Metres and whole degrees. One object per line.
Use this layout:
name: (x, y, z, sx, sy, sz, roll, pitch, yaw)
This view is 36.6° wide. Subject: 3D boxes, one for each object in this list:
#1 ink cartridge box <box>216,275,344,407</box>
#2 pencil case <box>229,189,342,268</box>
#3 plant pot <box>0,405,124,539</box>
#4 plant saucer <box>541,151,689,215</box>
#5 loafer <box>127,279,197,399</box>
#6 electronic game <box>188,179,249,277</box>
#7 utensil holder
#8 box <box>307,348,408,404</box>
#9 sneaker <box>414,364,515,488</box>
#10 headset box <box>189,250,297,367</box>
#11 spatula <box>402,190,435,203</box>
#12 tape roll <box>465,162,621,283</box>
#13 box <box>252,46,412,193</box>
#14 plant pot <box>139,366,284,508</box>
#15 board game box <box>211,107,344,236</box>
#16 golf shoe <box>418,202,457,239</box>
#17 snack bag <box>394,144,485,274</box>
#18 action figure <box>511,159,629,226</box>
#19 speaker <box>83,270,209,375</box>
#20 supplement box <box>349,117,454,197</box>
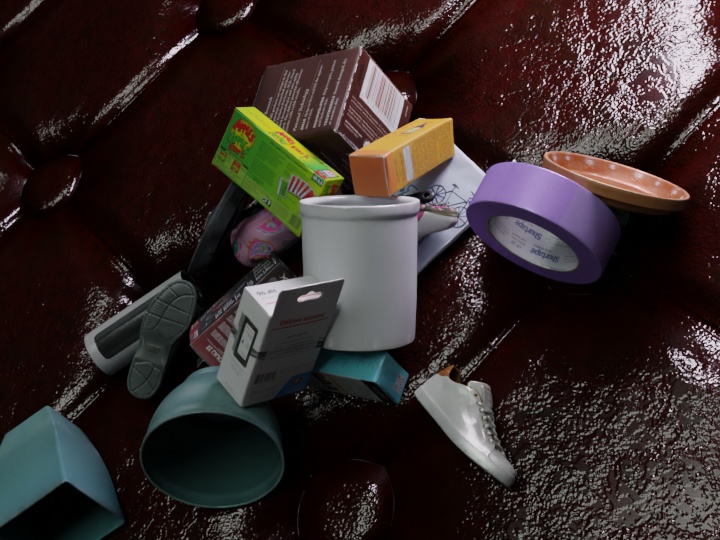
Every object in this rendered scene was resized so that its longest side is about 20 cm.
ink cartridge box: (-0.108, 0.078, 1.460, 0.068, 0.116, 0.200, 45, 129, 33)
pencil case: (-0.117, -0.081, 1.724, 0.200, 0.087, 0.088, -31, 49, 30)
plant pot: (-0.475, 0.318, 1.669, 0.141, 0.141, 0.200, -35, 43, 5)
plant saucer: (0.340, -0.115, 1.467, 0.200, 0.200, 0.032, 30, 112, 38)
loafer: (-0.313, 0.104, 1.723, 0.072, 0.063, 0.201, 25, 94, 2)
electronic game: (-0.227, -0.080, 1.764, 0.042, 0.200, 0.200, 27, 72, -4)
utensil holder: (0.000, 0.000, 1.533, 0.169, 0.170, 0.201, 4, 100, 31)
box: (-0.038, 0.140, 1.570, 0.199, 0.082, 0.049, 8, 65, 32)
sneaker: (0.152, 0.196, 1.434, 0.085, 0.073, 0.200, -43, 49, 2)
headset box: (-0.178, 0.070, 1.652, 0.200, 0.075, 0.149, -42, 12, -1)
spatula: (0.026, -0.094, 1.693, 0.199, 0.021, 0.057, -14, 58, 29)
tape roll: (0.244, -0.062, 1.463, 0.200, 0.200, 0.066, 19, 70, 36)
box: (-0.052, -0.231, 1.745, 0.199, 0.166, 0.165, -5, 59, 36)
plant pot: (-0.205, 0.223, 1.553, 0.200, 0.201, 0.134, -22, 36, 16)
board game box: (-0.127, -0.151, 1.645, 0.200, 0.048, 0.102, 40, 117, 23)
golf shoe: (0.056, -0.053, 1.632, 0.199, 0.073, 0.092, -8, 87, 26)
snack bag: (0.104, -0.105, 1.682, 0.200, 0.021, 0.189, -43, 49, 3)
action figure: (0.290, -0.104, 1.548, 0.200, 0.055, 0.118, 23, 39, 29)
speaker: (-0.348, 0.085, 1.780, 0.200, 0.081, 0.081, -33, 50, 7)
supplement box: (0.066, -0.171, 1.619, 0.066, 0.069, 0.200, 5, 27, 35)
